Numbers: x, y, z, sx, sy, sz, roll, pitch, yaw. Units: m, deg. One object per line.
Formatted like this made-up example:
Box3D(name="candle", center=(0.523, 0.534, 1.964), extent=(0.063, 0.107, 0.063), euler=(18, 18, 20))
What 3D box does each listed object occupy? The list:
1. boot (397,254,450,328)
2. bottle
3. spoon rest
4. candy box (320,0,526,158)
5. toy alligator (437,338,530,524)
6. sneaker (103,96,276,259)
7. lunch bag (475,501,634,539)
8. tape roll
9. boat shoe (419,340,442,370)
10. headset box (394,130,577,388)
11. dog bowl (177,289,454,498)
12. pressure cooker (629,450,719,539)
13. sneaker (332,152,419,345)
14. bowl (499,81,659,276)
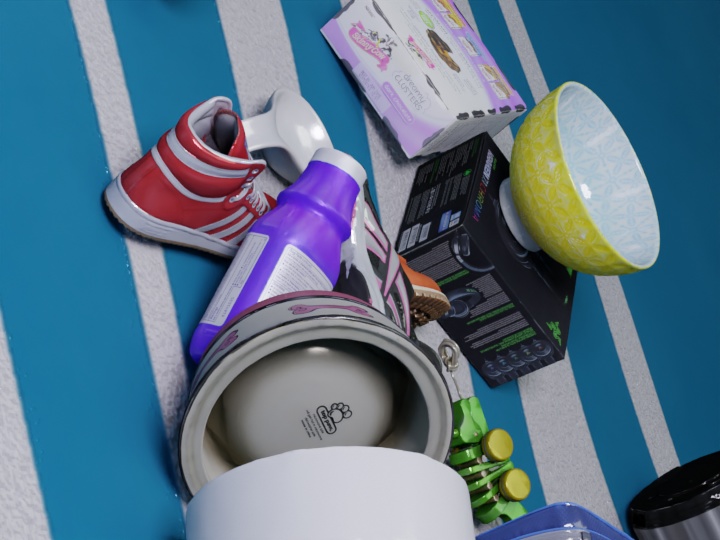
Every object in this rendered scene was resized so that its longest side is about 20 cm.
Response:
Box3D(name="boot", center=(0.008, -0.009, 1.362), extent=(0.199, 0.075, 0.108), euler=(24, 44, -48))
Box3D(name="bottle", center=(-0.058, -0.002, 1.169), extent=(0.084, 0.065, 0.201), euler=(48, 61, -46))
Box3D(name="spoon rest", center=(-0.075, -0.112, 1.317), extent=(0.200, 0.060, 0.100), euler=(-18, 83, -60))
Box3D(name="candy box", center=(0.071, -0.213, 1.592), extent=(0.168, 0.071, 0.200), euler=(56, 28, 9))
Box3D(name="toy alligator", center=(0.101, 0.164, 1.392), extent=(0.054, 0.059, 0.201), euler=(-22, 87, -37))
Box3D(name="sneaker", center=(-0.098, -0.072, 1.186), extent=(0.199, 0.112, 0.071), euler=(6, 47, -57))
Box3D(name="lunch bag", center=(0.194, 0.297, 1.357), extent=(0.200, 0.135, 0.133), euler=(37, 39, -41))
Box3D(name="tape roll", center=(-0.020, 0.194, 1.027), extent=(0.202, 0.202, 0.071), euler=(31, 42, -44))
Box3D(name="boat shoe", center=(0.021, 0.081, 1.323), extent=(0.201, 0.063, 0.074), euler=(14, 53, -56))
Box3D(name="headset box", center=(0.136, -0.006, 1.543), extent=(0.200, 0.092, 0.175), euler=(51, 32, -23))
Box3D(name="dog bowl", center=(-0.036, 0.102, 1.091), extent=(0.200, 0.200, 0.074), euler=(46, 12, -29))
Box3D(name="pressure cooker", center=(0.410, 0.314, 1.661), extent=(0.175, 0.178, 0.201), euler=(-26, 90, -26))
Box3D(name="sneaker", center=(0.000, 0.000, 1.244), extent=(0.086, 0.080, 0.201), euler=(28, 44, -40))
Box3D(name="bowl", center=(0.204, -0.075, 1.499), extent=(0.200, 0.107, 0.201), euler=(37, 40, -39))
